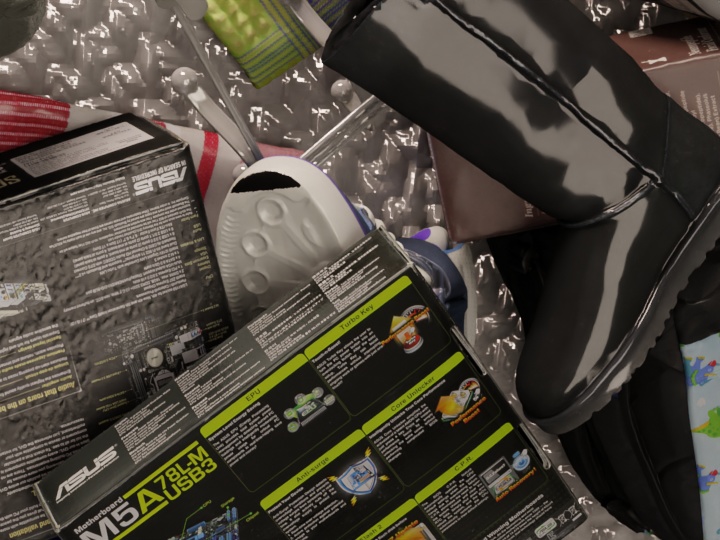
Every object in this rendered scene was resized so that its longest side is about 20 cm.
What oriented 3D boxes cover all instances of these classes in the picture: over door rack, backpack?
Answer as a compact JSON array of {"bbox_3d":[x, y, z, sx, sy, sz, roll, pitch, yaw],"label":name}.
[{"bbox_3d":[-0.022,-0.131,1.033,0.148,0.067,0.200,-42,152,-11],"label":"over door rack"},{"bbox_3d":[0.162,0.055,1.173,0.154,0.163,0.200,-24,120,-32],"label":"backpack"}]

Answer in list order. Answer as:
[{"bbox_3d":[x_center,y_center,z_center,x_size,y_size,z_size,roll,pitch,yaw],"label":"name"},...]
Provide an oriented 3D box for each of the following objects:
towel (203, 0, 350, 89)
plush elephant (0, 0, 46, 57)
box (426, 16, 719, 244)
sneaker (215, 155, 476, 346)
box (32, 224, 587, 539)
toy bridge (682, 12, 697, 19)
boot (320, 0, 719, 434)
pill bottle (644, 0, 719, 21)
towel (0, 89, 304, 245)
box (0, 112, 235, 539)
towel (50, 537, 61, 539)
[{"bbox_3d":[-0.014,-0.200,1.094,0.200,0.023,0.144,-42,117,-8],"label":"towel"},{"bbox_3d":[-0.189,-0.175,0.960,0.200,0.155,0.165,-11,156,11],"label":"plush elephant"},{"bbox_3d":[0.134,-0.076,1.109,0.200,0.100,0.075,-13,106,5],"label":"box"},{"bbox_3d":[0.000,0.000,1.107,0.147,0.080,0.200,-61,140,-49],"label":"sneaker"},{"bbox_3d":[-0.018,0.108,1.038,0.200,0.048,0.193,-37,124,-1],"label":"box"},{"bbox_3d":[0.189,-0.141,1.177,0.200,0.067,0.027,-49,118,-6],"label":"toy bridge"},{"bbox_3d":[0.063,-0.046,1.003,0.200,0.066,0.165,38,80,-24],"label":"boot"},{"bbox_3d":[0.177,-0.181,1.085,0.116,0.200,0.117,-7,107,-24],"label":"pill bottle"},{"bbox_3d":[-0.131,-0.007,1.094,0.200,0.023,0.144,10,99,-26],"label":"towel"},{"bbox_3d":[-0.164,0.036,1.030,0.200,0.086,0.164,-20,110,-18],"label":"box"},{"bbox_3d":[-0.085,0.173,1.147,0.200,0.050,0.148,-29,113,-15],"label":"towel"}]
